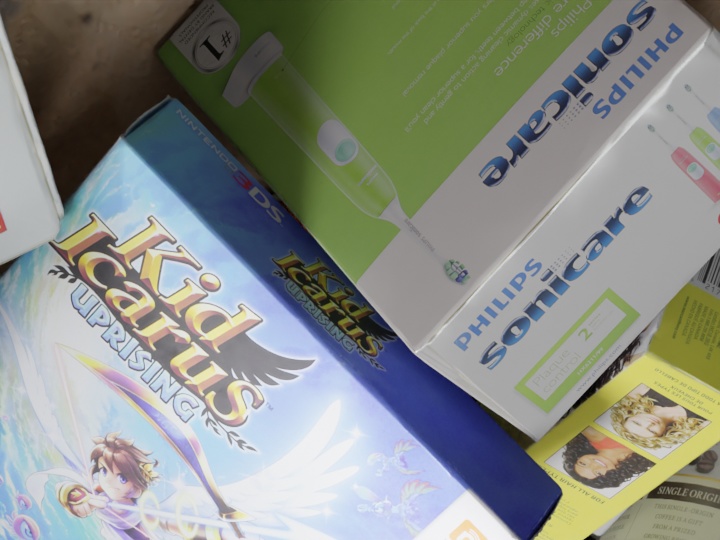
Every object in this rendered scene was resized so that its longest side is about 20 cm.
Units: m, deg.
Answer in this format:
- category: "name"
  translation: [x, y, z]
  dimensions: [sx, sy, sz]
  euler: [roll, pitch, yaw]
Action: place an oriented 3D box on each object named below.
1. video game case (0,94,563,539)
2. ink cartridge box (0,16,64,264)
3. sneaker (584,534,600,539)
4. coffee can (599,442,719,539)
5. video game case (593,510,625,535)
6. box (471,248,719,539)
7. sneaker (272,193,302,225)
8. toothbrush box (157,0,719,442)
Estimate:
- category: "video game case"
  translation: [-0.057, 0.069, 0.972]
  dimensions: [0.181, 0.200, 0.045]
  euler: [-45, 180, 32]
- category: "ink cartridge box"
  translation: [-0.215, -0.042, 0.880]
  dimensions: [0.199, 0.083, 0.147]
  euler: [-25, 134, -14]
- category: "sneaker"
  translation: [0.108, 0.110, 1.237]
  dimensions: [0.200, 0.075, 0.081]
  euler: [28, 82, -51]
- category: "coffee can"
  translation: [0.174, 0.116, 1.099]
  dimensions: [0.201, 0.146, 0.146]
  euler: [-62, 141, -21]
- category: "video game case"
  translation: [0.152, 0.000, 1.064]
  dimensions: [0.017, 0.143, 0.200]
  euler: [31, 131, -8]
- category: "box"
  translation: [0.091, 0.051, 1.018]
  dimensions: [0.050, 0.076, 0.200]
  euler: [29, 147, -9]
- category: "sneaker"
  translation: [0.000, 0.000, 1.068]
  dimensions: [0.200, 0.077, 0.073]
  euler: [-36, 136, -5]
- category: "toothbrush box"
  translation: [0.040, -0.063, 0.957]
  dimensions: [0.146, 0.200, 0.086]
  euler: [-48, 136, 6]
